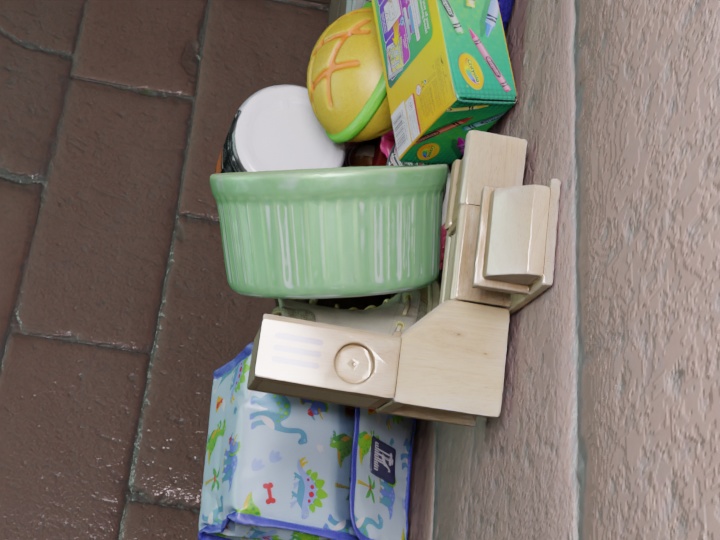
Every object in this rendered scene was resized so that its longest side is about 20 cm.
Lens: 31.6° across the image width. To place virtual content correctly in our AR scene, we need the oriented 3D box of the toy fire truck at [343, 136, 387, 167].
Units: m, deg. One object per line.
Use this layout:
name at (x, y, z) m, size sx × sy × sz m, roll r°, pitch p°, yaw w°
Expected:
toy fire truck at (0.011, -0.124, 1.384) m, size 0.200 × 0.111 × 0.170 m, roll -156°, pitch 78°, yaw -75°

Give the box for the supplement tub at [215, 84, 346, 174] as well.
supplement tub at (-0.091, -0.111, 1.363) m, size 0.200 × 0.121 × 0.124 m, roll 137°, pitch 142°, yaw -73°

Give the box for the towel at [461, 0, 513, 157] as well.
towel at (0.096, -0.218, 1.136) m, size 0.148 × 0.049 × 0.202 m, roll -91°, pitch 11°, yaw -62°

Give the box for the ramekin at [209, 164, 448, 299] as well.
ramekin at (-0.024, -0.035, 1.056) m, size 0.200 × 0.197 × 0.099 m, roll -138°, pitch 46°, yaw -83°

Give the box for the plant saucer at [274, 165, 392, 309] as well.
plant saucer at (0.000, 0.000, 1.239) m, size 0.029 × 0.199 × 0.203 m, roll 10°, pitch 91°, yaw 48°

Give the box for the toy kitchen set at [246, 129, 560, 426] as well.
toy kitchen set at (0.029, -0.011, 0.884) m, size 0.163 × 0.178 × 0.203 m, roll 126°, pitch 152°, yaw -75°

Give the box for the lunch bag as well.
lunch bag at (-0.039, 0.177, 1.195) m, size 0.127 × 0.198 × 0.172 m, roll -33°, pitch 46°, yaw 55°

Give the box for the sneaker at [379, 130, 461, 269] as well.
sneaker at (0.056, -0.072, 1.195) m, size 0.201 × 0.074 × 0.081 m, roll -92°, pitch 13°, yaw -56°

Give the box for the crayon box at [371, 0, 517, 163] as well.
crayon box at (0.063, -0.206, 1.066) m, size 0.119 × 0.058 × 0.203 m, roll 138°, pitch 127°, yaw -61°

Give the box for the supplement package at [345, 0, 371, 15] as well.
supplement package at (0.048, -0.299, 1.376) m, size 0.200 × 0.116 × 0.118 m, roll 112°, pitch 168°, yaw -63°

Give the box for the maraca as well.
maraca at (0.003, -0.200, 1.234) m, size 0.137 × 0.106 × 0.201 m, roll -51°, pitch 23°, yaw 24°

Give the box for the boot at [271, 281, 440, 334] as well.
boot at (-0.005, 0.051, 1.151) m, size 0.201 × 0.153 × 0.073 m, roll -90°, pitch 10°, yaw -61°
